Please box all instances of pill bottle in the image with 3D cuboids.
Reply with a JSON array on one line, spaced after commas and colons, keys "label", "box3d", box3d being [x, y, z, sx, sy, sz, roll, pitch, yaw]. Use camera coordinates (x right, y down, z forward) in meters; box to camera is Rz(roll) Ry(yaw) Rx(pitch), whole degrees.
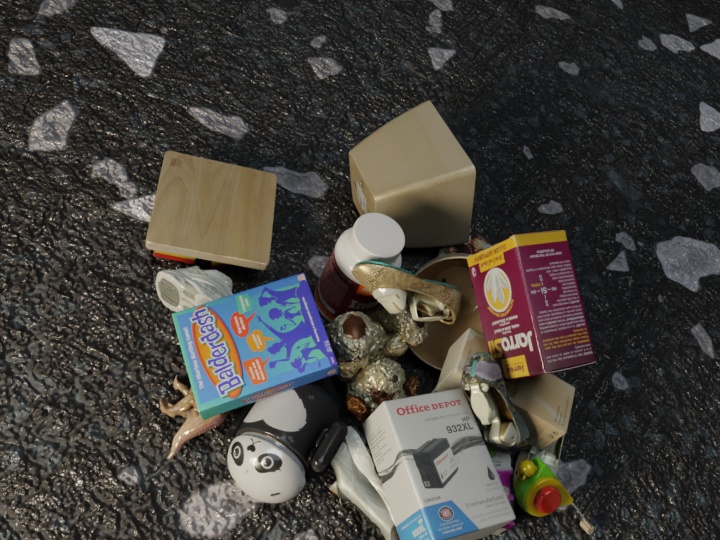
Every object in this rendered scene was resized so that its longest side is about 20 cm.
[{"label": "pill bottle", "box3d": [0.000, 0.000, 1.203, 0.112, 0.200, 0.114, 10, 53, -14]}]

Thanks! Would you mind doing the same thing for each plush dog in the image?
[{"label": "plush dog", "box3d": [0.012, 0.157, 1.149, 0.199, 0.160, 0.173, -5, 76, -48]}]

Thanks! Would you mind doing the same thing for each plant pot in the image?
[{"label": "plant pot", "box3d": [0.168, 0.056, 1.257, 0.199, 0.201, 0.135, 27, 17, -1]}, {"label": "plant pot", "box3d": [0.084, -0.154, 1.346, 0.176, 0.200, 0.201, -19, 54, -11]}]

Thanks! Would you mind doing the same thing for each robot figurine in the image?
[{"label": "robot figurine", "box3d": [-0.106, 0.231, 1.046, 0.125, 0.150, 0.200, 40, 50, -9]}]

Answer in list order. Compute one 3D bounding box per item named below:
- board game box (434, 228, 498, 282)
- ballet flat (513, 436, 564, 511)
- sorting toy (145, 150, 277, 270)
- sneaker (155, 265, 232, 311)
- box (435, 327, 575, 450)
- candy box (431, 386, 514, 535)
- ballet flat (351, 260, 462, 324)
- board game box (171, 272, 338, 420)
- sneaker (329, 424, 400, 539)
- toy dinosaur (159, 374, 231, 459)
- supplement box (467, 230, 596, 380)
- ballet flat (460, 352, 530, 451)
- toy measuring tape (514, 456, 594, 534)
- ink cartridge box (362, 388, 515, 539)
[{"label": "board game box", "box3d": [0.240, 0.001, 1.401, 0.199, 0.035, 0.136, 29, 51, 0]}, {"label": "ballet flat", "box3d": [0.300, 0.296, 1.197, 0.069, 0.070, 0.201, 28, 51, 0]}, {"label": "sorting toy", "box3d": [-0.252, -0.089, 1.253, 0.197, 0.070, 0.201, 11, 53, -14]}, {"label": "sneaker", "box3d": [-0.225, 0.043, 1.148, 0.199, 0.078, 0.099, 33, 40, 24]}, {"label": "box", "box3d": [0.229, 0.188, 1.159, 0.199, 0.078, 0.095, 29, 51, -4]}, {"label": "candy box", "box3d": [0.166, 0.296, 1.147, 0.135, 0.061, 0.201, 16, 53, -11]}, {"label": "ballet flat", "box3d": [0.075, 0.039, 1.116, 0.199, 0.070, 0.066, 15, 65, -25]}, {"label": "board game box", "box3d": [-0.149, 0.104, 1.032, 0.199, 0.045, 0.153, -18, 66, -11]}, {"label": "sneaker", "box3d": [0.006, 0.330, 1.066, 0.079, 0.074, 0.201, -29, 71, -9]}, {"label": "toy dinosaur", "box3d": [-0.211, 0.181, 1.065, 0.135, 0.086, 0.201, 19, 50, -5]}, {"label": "supplement box", "box3d": [0.251, 0.055, 1.092, 0.103, 0.131, 0.202, -7, 79, -27]}, {"label": "ballet flat", "box3d": [0.196, 0.215, 1.082, 0.072, 0.072, 0.201, -50, 124, -38]}, {"label": "toy measuring tape", "box3d": [0.290, 0.361, 1.124, 0.200, 0.073, 0.074, 51, 45, -27]}, {"label": "ink cartridge box", "box3d": [0.107, 0.281, 1.035, 0.144, 0.084, 0.201, -3, 57, -29]}]
